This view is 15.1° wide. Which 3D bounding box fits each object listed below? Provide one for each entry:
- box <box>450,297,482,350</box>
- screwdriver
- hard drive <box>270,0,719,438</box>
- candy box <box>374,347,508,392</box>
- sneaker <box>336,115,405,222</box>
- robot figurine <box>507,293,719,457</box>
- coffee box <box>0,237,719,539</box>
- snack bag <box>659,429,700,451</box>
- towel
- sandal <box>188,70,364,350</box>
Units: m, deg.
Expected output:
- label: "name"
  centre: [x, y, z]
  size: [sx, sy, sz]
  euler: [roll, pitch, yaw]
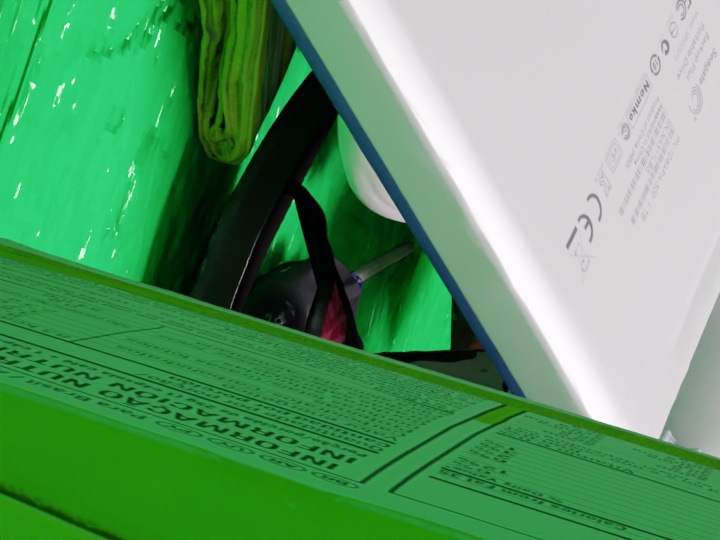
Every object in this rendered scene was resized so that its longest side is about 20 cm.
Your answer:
- label: "box"
  centre: [0.095, -0.022, 0.999]
  size: [0.200, 0.100, 0.095]
  euler: [110, -16, -70]
- label: "screwdriver"
  centre: [0.000, 0.000, 0.848]
  size: [0.029, 0.028, 0.200]
  euler: [-45, 176, 18]
- label: "hard drive"
  centre: [0.039, -0.064, 0.642]
  size: [0.200, 0.025, 0.132]
  euler: [58, 45, -35]
- label: "candy box"
  centre: [0.029, 0.146, 0.949]
  size: [0.136, 0.061, 0.200]
  euler: [98, -15, -52]
- label: "sneaker"
  centre: [0.094, -0.046, 0.823]
  size: [0.200, 0.088, 0.081]
  euler: [-6, 100, -36]
- label: "robot figurine"
  centre: [0.137, 0.064, 0.891]
  size: [0.125, 0.200, 0.150]
  euler: [-22, -119, 45]
- label: "coffee box"
  centre: [-0.021, 0.115, 0.408]
  size: [0.198, 0.200, 0.200]
  euler: [-3, 110, -80]
- label: "snack bag"
  centre: [0.008, 0.099, 0.715]
  size: [0.189, 0.021, 0.200]
  euler: [-30, 178, 6]
- label: "towel"
  centre: [0.000, -0.126, 0.668]
  size: [0.086, 0.018, 0.200]
  euler: [103, 8, -61]
- label: "sandal"
  centre: [-0.032, 0.043, 0.673]
  size: [0.075, 0.045, 0.200]
  euler: [99, 11, -81]
